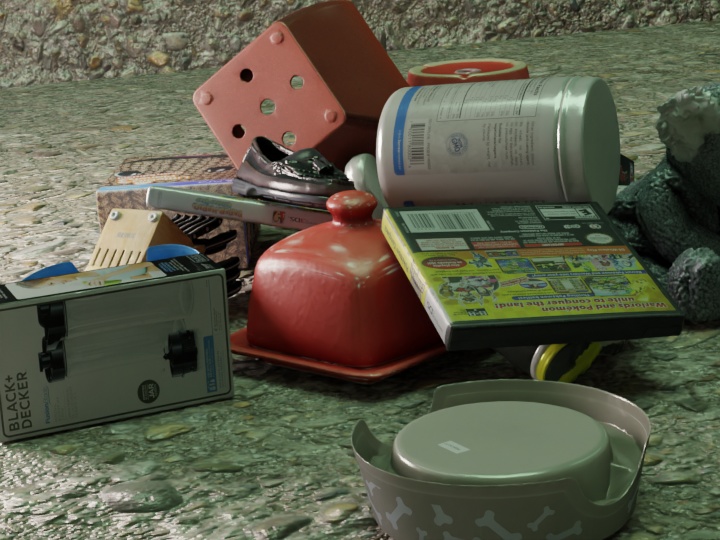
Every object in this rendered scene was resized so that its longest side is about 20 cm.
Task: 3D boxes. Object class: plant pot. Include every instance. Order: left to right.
[{"bbox_3d":[-0.067,-0.172,1.776,0.200,0.200,0.176,-38,-12,18],"label":"plant pot"},{"bbox_3d":[0.132,-0.155,1.932,0.200,0.178,0.200,-3,15,1],"label":"plant pot"}]

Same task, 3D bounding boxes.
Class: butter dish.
[{"bbox_3d":[-0.003,0.003,1.415,0.199,0.148,0.200,8,19,40],"label":"butter dish"}]

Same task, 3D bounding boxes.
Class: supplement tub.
[{"bbox_3d":[0.127,-0.109,1.489,0.199,0.132,0.132,0,15,24],"label":"supplement tub"}]

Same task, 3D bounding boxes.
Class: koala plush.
[{"bbox_3d":[0.320,-0.087,1.493,0.177,0.201,0.184,-15,37,-36],"label":"koala plush"}]

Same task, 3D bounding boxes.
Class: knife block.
[{"bbox_3d":[-0.192,0.025,1.585,0.064,0.176,0.201,4,61,31],"label":"knife block"}]

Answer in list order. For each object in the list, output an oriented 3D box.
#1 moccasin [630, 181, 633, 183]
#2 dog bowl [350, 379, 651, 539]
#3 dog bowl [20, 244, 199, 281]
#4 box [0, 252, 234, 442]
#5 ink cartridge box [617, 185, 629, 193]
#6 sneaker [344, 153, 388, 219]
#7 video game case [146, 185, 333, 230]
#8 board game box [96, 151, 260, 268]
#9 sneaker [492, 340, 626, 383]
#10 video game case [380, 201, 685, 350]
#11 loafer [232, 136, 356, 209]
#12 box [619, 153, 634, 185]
[{"bbox_3d":[0.268,-0.061,1.732,0.199,0.081,0.068,5,13,28],"label":"moccasin"},{"bbox_3d":[0.094,0.131,1.077,0.199,0.059,0.200,-4,14,1],"label":"dog bowl"},{"bbox_3d":[-0.222,0.039,1.433,0.199,0.050,0.112,-11,40,11],"label":"dog bowl"},{"bbox_3d":[-0.208,0.061,1.316,0.199,0.117,0.060,-8,17,-22],"label":"box"},{"bbox_3d":[0.179,-0.028,1.614,0.145,0.083,0.200,3,17,29],"label":"ink cartridge box"},{"bbox_3d":[-0.008,-0.065,1.763,0.088,0.076,0.200,-13,-18,5],"label":"sneaker"},{"bbox_3d":[-0.109,-0.060,1.622,0.181,0.023,0.200,9,2,2],"label":"video game case"},{"bbox_3d":[-0.202,-0.068,1.839,0.159,0.097,0.200,-4,14,1],"label":"board game box"},{"bbox_3d":[0.176,0.032,1.354,0.084,0.075,0.200,30,28,22],"label":"sneaker"},{"bbox_3d":[0.136,0.000,1.319,0.199,0.026,0.181,-2,33,-17],"label":"video game case"},{"bbox_3d":[-0.065,-0.095,1.549,0.072,0.063,0.200,9,2,-31],"label":"loafer"},{"bbox_3d":[0.206,-0.110,1.748,0.136,0.038,0.200,-1,-5,23],"label":"box"}]
